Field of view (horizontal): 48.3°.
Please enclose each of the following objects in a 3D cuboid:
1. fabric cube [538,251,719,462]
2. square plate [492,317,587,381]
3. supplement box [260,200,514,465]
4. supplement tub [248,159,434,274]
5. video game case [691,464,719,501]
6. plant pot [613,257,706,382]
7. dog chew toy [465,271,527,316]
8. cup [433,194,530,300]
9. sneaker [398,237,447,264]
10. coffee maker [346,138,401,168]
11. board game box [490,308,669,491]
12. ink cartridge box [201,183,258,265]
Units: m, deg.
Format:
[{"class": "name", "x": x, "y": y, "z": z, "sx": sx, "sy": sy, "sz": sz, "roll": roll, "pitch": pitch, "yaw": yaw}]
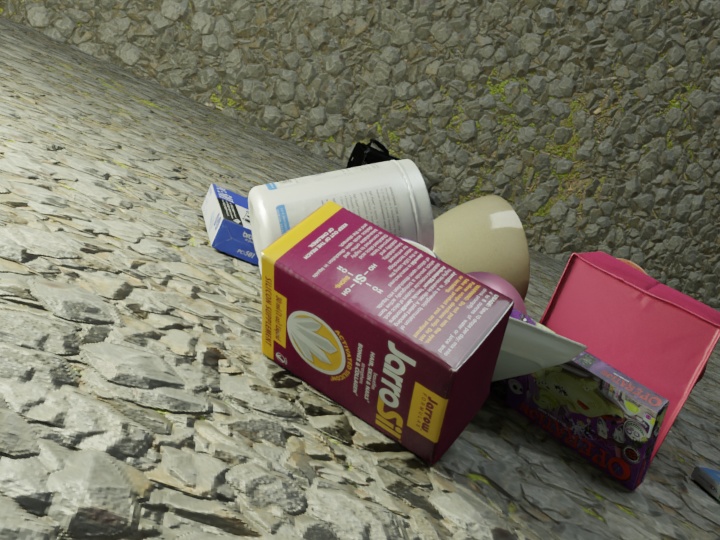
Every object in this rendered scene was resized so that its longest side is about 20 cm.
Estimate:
[{"class": "fabric cube", "x": 0.333, "y": 0.104, "z": 1.041, "sx": 0.199, "sy": 0.198, "sz": 0.199, "roll": 30, "pitch": 14, "yaw": 21}, {"class": "square plate", "x": 0.097, "y": 0.083, "z": 0.840, "sx": 0.198, "sy": 0.029, "sz": 0.198, "roll": 20, "pitch": -25, "yaw": -26}, {"class": "supplement box", "x": 0.016, "y": 0.051, "z": 0.704, "sx": 0.199, "sy": 0.132, "sz": 0.103, "roll": 29, "pitch": 47, "yaw": 23}, {"class": "supplement tub", "x": -0.025, "y": -0.052, "z": 0.951, "sx": 0.198, "sy": 0.133, "sz": 0.132, "roll": -11, "pitch": 21, "yaw": -12}, {"class": "video game case", "x": 0.525, "y": 0.309, "z": 0.957, "sx": 0.198, "sy": 0.022, "sz": 0.182, "roll": 20, "pitch": 12, "yaw": -23}, {"class": "plant pot", "x": 0.428, "y": 0.112, "z": 1.258, "sx": 0.194, "sy": 0.202, "sz": 0.201, "roll": 27, "pitch": 8, "yaw": -32}, {"class": "dog chew toy", "x": 0.117, "y": 0.058, "z": 0.959, "sx": 0.124, "sy": 0.125, "sz": 0.199, "roll": 33, "pitch": 13, "yaw": 36}, {"class": "cup", "x": 0.160, "y": -0.015, "z": 1.300, "sx": 0.142, "sy": 0.202, "sz": 0.200, "roll": -7, "pitch": 23, "yaw": -19}, {"class": "sneaker", "x": -0.002, "y": 0.004, "z": 0.821, "sx": 0.198, "sy": 0.073, "sz": 0.114, "roll": -6, "pitch": -27, "yaw": 25}, {"class": "coffee maker", "x": 0.071, "y": -0.313, "z": 2.602, "sx": 0.198, "sy": 0.135, "sz": 0.193, "roll": 19, "pitch": 36, "yaw": -22}, {"class": "board game box", "x": 0.229, "y": 0.138, "z": 0.876, "sx": 0.032, "sy": 0.121, "sz": 0.199, "roll": -31, "pitch": 46, "yaw": -31}, {"class": "ink cartridge box", "x": -0.166, "y": -0.064, "z": 1.119, "sx": 0.093, "sy": 0.045, "sz": 0.200, "roll": 22, "pitch": 11, "yaw": -21}]
